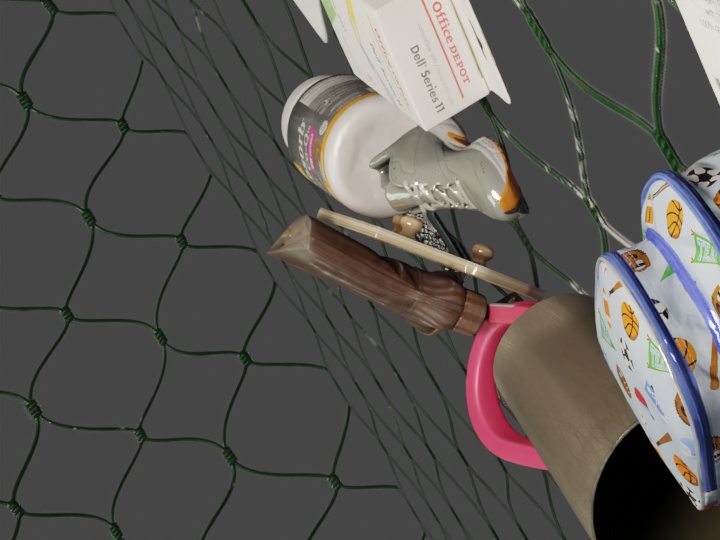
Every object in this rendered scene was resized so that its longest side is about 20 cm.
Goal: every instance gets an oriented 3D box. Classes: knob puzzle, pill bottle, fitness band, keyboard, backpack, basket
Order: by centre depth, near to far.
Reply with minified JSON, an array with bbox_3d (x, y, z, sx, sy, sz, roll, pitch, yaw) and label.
[{"bbox_3d":[0.213,0.024,1.106,0.201,0.153,0.191,56,161,36],"label":"backpack"},{"bbox_3d":[0.194,0.116,1.564,0.200,0.135,0.181,54,166,50],"label":"basket"},{"bbox_3d":[0.154,0.101,1.771,0.200,0.037,0.145,7,102,61],"label":"fitness band"},{"bbox_3d":[0.078,-0.019,1.775,0.218,0.031,0.220,21,180,0],"label":"knob puzzle"},{"bbox_3d":[-0.005,-0.124,1.906,0.117,0.116,0.200,62,171,-21],"label":"pill bottle"},{"bbox_3d":[0.050,-0.069,2.100,0.201,0.020,0.127,59,171,9],"label":"keyboard"}]

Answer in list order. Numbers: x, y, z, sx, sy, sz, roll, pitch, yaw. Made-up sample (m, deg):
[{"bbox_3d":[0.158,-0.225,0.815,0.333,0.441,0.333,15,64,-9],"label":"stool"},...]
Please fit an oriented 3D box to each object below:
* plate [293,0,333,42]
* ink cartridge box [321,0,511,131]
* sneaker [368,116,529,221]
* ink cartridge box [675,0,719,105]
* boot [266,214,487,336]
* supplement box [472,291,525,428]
[{"bbox_3d":[-0.078,-0.335,1.885,0.200,0.032,0.200,55,170,18],"label":"plate"},{"bbox_3d":[0.036,-0.190,1.607,0.118,0.067,0.200,64,170,-29],"label":"ink cartridge box"},{"bbox_3d":[0.073,-0.072,1.722,0.076,0.092,0.200,63,170,-24],"label":"sneaker"},{"bbox_3d":[0.202,-0.118,0.864,0.201,0.083,0.144,62,172,-22],"label":"ink cartridge box"},{"bbox_3d":[0.000,0.000,1.835,0.199,0.065,0.186,20,174,-17],"label":"boot"},{"bbox_3d":[0.182,0.121,1.861,0.200,0.061,0.109,48,166,46],"label":"supplement box"}]
